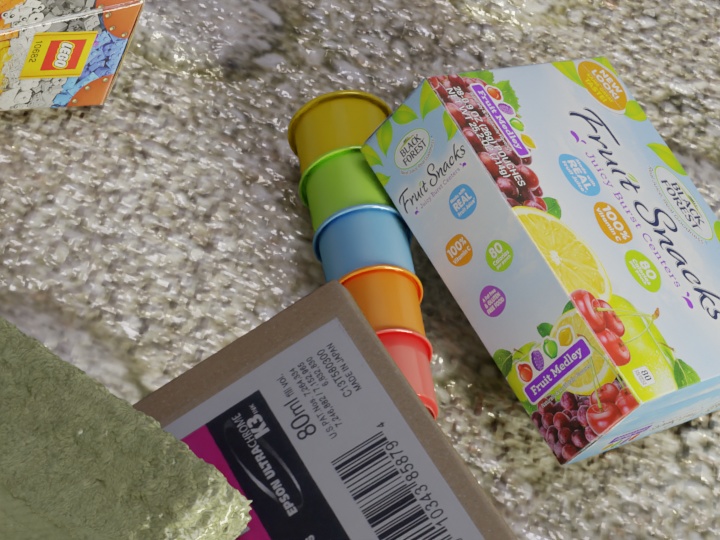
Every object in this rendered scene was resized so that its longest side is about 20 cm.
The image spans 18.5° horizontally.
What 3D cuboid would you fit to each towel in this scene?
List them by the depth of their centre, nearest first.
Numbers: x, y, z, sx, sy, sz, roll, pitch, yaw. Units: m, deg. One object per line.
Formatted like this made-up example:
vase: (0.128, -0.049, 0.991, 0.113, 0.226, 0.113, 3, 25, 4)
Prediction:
towel: (-0.150, 0.099, 0.883, 0.200, 0.037, 0.148, 26, 64, 37)

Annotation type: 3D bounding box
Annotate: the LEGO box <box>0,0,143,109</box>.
LEGO box: (-0.226, -0.179, 1.156, 0.148, 0.077, 0.200, -6, 51, -35)

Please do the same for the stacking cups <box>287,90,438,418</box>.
stacking cups: (0.000, 0.000, 1.134, 0.060, 0.061, 0.201, 9, 49, -20)

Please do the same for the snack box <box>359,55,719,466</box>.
snack box: (0.117, -0.012, 1.155, 0.168, 0.068, 0.201, -11, 65, -49)

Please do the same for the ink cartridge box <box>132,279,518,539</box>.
ink cartridge box: (-0.026, 0.123, 0.885, 0.164, 0.075, 0.200, -32, 47, -5)
